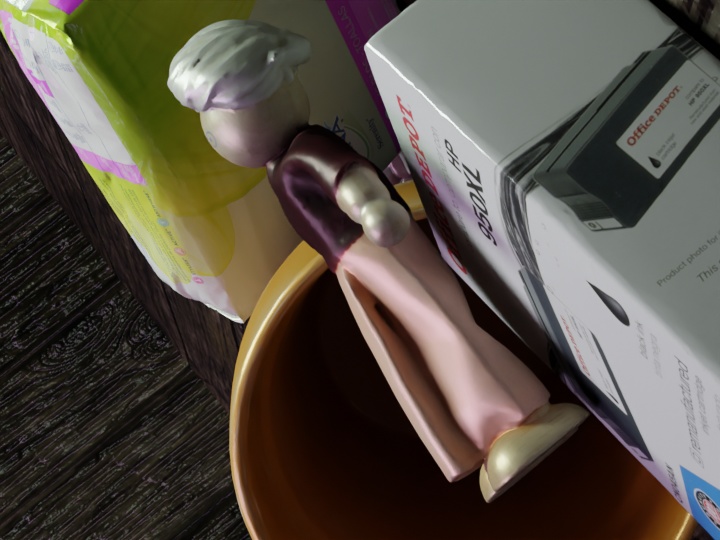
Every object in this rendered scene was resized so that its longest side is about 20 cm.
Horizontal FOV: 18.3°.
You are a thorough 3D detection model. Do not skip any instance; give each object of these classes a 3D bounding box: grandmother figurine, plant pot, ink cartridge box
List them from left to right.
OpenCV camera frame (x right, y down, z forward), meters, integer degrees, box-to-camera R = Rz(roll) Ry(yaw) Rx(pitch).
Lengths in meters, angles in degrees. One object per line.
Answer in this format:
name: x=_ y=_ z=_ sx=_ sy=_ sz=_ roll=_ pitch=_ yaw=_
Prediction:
grandmother figurine: x=0.001 y=-0.010 z=0.809 sx=0.200 sy=0.060 sz=0.121 roll=51 pitch=163 yaw=9
plant pot: x=0.040 y=0.046 z=0.982 sx=0.201 sy=0.200 sz=0.183 roll=54 pitch=-175 yaw=-14
ink cartridge box: x=0.102 y=-0.005 z=0.761 sx=0.200 sy=0.084 sz=0.145 roll=47 pitch=168 yaw=33

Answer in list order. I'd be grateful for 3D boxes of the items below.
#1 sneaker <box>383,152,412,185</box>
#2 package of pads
sneaker: x=0.000 y=0.000 z=1.164 sx=0.201 sy=0.115 sz=0.076 roll=55 pitch=170 yaw=-18
package of pads: x=-0.058 y=-0.090 z=0.971 sx=0.068 sy=0.155 sz=0.200 roll=28 pitch=158 yaw=40
